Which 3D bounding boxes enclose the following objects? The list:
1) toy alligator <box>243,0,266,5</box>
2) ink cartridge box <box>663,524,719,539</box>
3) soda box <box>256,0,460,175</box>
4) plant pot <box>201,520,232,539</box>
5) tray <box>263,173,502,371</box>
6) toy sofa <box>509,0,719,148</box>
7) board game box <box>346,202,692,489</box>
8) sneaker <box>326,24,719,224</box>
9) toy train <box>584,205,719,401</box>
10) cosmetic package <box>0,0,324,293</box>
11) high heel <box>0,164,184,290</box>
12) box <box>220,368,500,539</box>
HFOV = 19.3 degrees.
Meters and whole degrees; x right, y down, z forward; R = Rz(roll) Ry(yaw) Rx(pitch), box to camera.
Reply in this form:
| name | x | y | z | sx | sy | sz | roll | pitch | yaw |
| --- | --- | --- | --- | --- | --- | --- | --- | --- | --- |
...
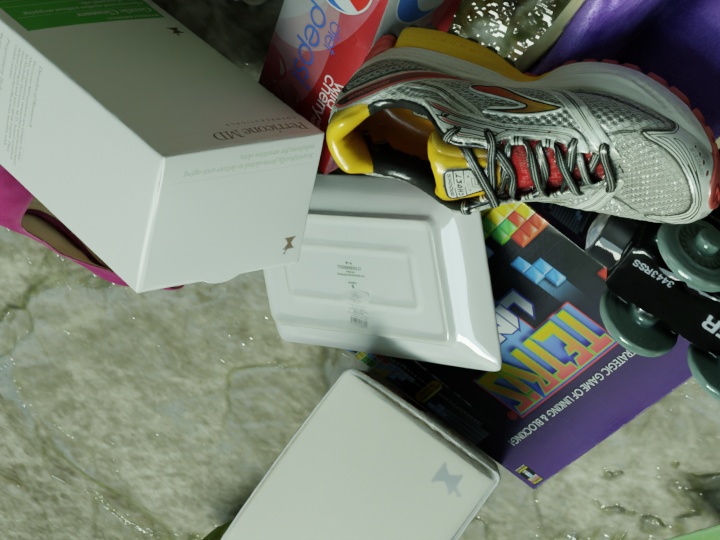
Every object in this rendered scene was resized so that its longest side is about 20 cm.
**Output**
| name | x | y | z | sx | sy | sz | roll | pitch | yaw |
| --- | --- | --- | --- | --- | --- | --- | --- | --- | --- |
| toy alligator | -0.087 | -0.206 | 1.097 | 0.059 | 0.054 | 0.200 | 8 | 135 | 26 |
| ink cartridge box | 0.272 | 0.205 | 1.298 | 0.104 | 0.059 | 0.200 | -23 | 117 | 44 |
| soda box | 0.008 | -0.142 | 1.080 | 0.063 | 0.070 | 0.200 | 46 | 144 | 19 |
| plant pot | -0.042 | 0.262 | 1.477 | 0.190 | 0.200 | 0.200 | 51 | 138 | -6 |
| tray | 0.000 | 0.000 | 1.211 | 0.200 | 0.022 | 0.107 | 5 | 110 | 51 |
| toy sofa | 0.159 | -0.115 | 0.984 | 0.083 | 0.098 | 0.200 | 59 | 142 | 15 |
| board game box | 0.096 | 0.026 | 1.224 | 0.165 | 0.057 | 0.200 | 38 | 141 | -6 |
| sneaker | 0.075 | -0.053 | 0.994 | 0.200 | 0.082 | 0.078 | 13 | 132 | 29 |
| toy train | 0.210 | 0.013 | 1.093 | 0.200 | 0.114 | 0.085 | 31 | 134 | -3 |
| cosmetic package | -0.123 | -0.077 | 1.140 | 0.200 | 0.108 | 0.085 | 37 | 126 | 39 |
| high heel | -0.166 | -0.036 | 1.271 | 0.096 | 0.067 | 0.200 | 28 | 179 | 15 |
| box | 0.005 | 0.138 | 1.266 | 0.109 | 0.128 | 0.200 | 36 | 179 | 5 |
